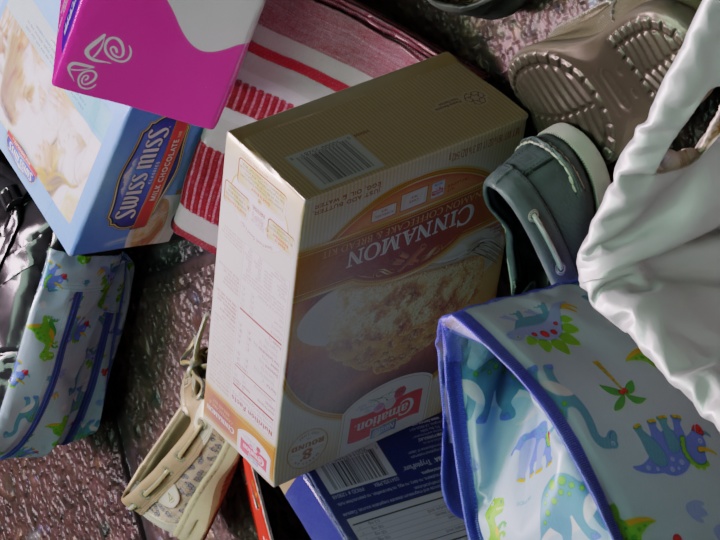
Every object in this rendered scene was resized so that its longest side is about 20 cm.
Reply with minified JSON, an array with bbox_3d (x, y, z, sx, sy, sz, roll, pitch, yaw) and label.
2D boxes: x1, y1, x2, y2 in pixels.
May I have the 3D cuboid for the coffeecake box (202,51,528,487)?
[{"bbox_3d":[0.000,0.000,1.413,0.073,0.153,0.201,41,139,35],"label":"coffeecake box"}]

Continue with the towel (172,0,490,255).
[{"bbox_3d":[-0.023,-0.067,1.500,0.144,0.023,0.201,29,126,7],"label":"towel"}]

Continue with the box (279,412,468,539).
[{"bbox_3d":[0.050,0.177,1.449,0.200,0.121,0.032,56,135,24],"label":"box"}]

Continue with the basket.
[{"bbox_3d":[0.236,-0.022,1.146,0.200,0.160,0.199,48,132,30],"label":"basket"}]

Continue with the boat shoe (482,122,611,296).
[{"bbox_3d":[0.097,0.018,1.372,0.073,0.062,0.201,33,140,41],"label":"boat shoe"}]

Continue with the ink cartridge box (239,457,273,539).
[{"bbox_3d":[-0.066,0.203,1.579,0.200,0.043,0.175,125,128,-82],"label":"ink cartridge box"}]

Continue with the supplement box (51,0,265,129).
[{"bbox_3d":[-0.113,-0.189,1.494,0.201,0.103,0.102,-95,23,-50],"label":"supplement box"}]

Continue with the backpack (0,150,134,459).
[{"bbox_3d":[-0.233,0.032,1.752,0.163,0.153,0.201,26,97,41],"label":"backpack"}]

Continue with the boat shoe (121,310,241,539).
[{"bbox_3d":[-0.101,0.095,1.633,0.062,0.073,0.201,21,126,-2],"label":"boat shoe"}]

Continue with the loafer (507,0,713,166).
[{"bbox_3d":[0.142,-0.104,1.312,0.076,0.068,0.200,60,158,-7],"label":"loafer"}]

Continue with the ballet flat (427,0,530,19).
[{"bbox_3d":[0.100,-0.184,1.339,0.200,0.068,0.068,-39,69,47],"label":"ballet flat"}]

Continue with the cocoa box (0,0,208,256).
[{"bbox_3d":[-0.154,-0.128,1.601,0.200,0.131,0.134,54,135,30],"label":"cocoa box"}]

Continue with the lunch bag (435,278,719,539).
[{"bbox_3d":[0.136,0.097,1.289,0.127,0.169,0.201,-33,75,48],"label":"lunch bag"}]
